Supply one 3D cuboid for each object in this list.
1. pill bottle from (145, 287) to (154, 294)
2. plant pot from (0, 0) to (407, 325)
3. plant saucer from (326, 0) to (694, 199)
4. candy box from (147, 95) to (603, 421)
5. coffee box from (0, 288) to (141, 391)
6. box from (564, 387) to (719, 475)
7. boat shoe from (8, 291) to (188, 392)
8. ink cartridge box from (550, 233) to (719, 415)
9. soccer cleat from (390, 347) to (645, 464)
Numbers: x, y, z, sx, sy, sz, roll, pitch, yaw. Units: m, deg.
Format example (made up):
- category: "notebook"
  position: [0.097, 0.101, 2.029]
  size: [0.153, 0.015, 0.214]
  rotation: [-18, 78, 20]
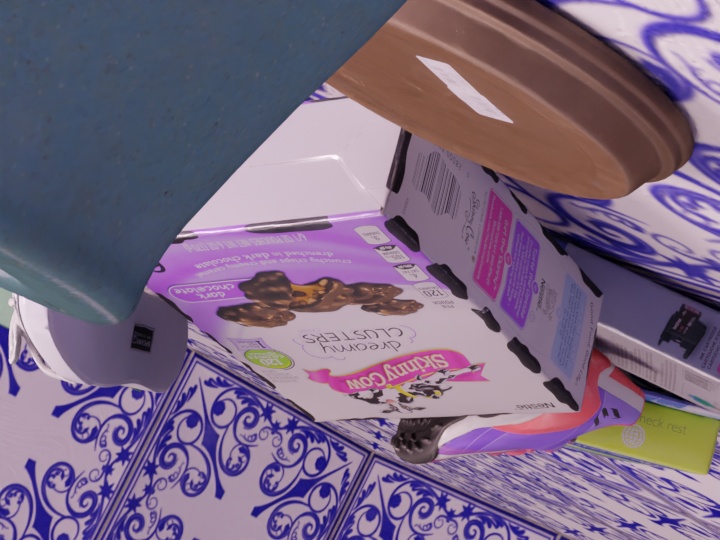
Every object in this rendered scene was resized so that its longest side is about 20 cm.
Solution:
- category: "pill bottle"
  position: [-0.143, -0.056, 1.306]
  size: [0.200, 0.114, 0.114]
  rotation: [30, 172, -21]
- category: "plant pot"
  position: [-0.060, -0.101, 0.376]
  size: [0.200, 0.188, 0.200]
  rotation: [26, 174, 3]
- category: "plant saucer"
  position: [0.035, -0.079, 0.839]
  size: [0.200, 0.030, 0.200]
  rotation: [27, 172, 4]
- category: "candy box"
  position: [0.000, 0.000, 1.056]
  size: [0.167, 0.072, 0.200]
  rotation: [-6, 148, 34]
- category: "coffee box"
  position: [-0.170, -0.027, 1.386]
  size: [0.123, 0.200, 0.044]
  rotation: [29, 129, -20]
- category: "box"
  position: [0.171, 0.107, 1.525]
  size: [0.122, 0.048, 0.200]
  rotation: [14, 175, -11]
- category: "boat shoe"
  position: [-0.151, 0.022, 1.128]
  size: [0.068, 0.074, 0.199]
  rotation: [9, 177, 14]
- category: "ink cartridge box"
  position: [0.145, 0.028, 1.166]
  size: [0.200, 0.042, 0.119]
  rotation: [23, 172, 12]
- category: "soccer cleat"
  position: [0.084, 0.083, 1.233]
  size: [0.073, 0.068, 0.200]
  rotation: [27, 155, -18]
